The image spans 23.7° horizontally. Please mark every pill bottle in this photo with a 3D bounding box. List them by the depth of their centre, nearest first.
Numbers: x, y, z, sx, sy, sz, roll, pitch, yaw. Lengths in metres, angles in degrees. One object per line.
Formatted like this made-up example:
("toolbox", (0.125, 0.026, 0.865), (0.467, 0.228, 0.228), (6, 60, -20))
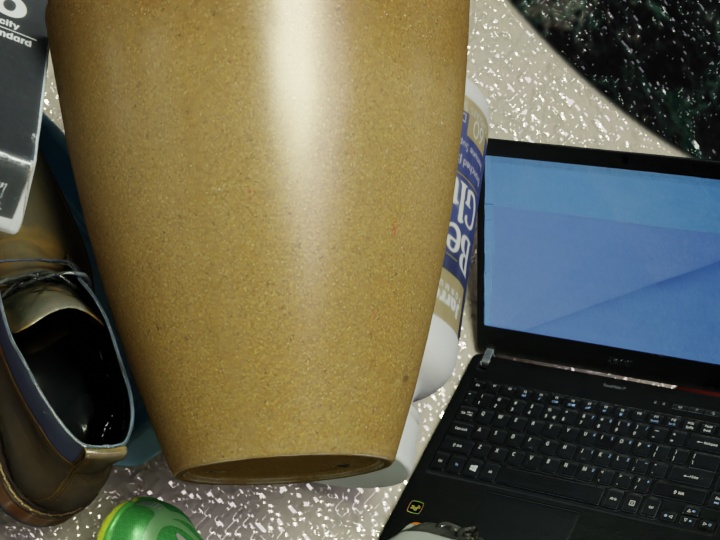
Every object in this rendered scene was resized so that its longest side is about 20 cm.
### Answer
("pill bottle", (0.000, 0.000, 0.858), (0.110, 0.111, 0.202), (19, 66, -23))

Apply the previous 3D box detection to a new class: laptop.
("laptop", (0.109, 0.048, 0.852), (0.201, 0.176, 0.104), (-59, 141, -30))

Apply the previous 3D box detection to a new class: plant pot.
("plant pot", (-0.039, -0.015, 0.725), (0.185, 0.186, 0.202), (5, 74, -28))

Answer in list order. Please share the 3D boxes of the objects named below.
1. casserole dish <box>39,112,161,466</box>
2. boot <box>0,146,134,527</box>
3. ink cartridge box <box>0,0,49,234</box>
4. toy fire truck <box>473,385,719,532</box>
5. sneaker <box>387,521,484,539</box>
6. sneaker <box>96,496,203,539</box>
("casserole dish", (-0.159, 0.008, 0.808), (0.121, 0.039, 0.201), (-41, 96, -32))
("boot", (-0.136, 0.004, 0.742), (0.074, 0.097, 0.202), (-9, 79, -29))
("ink cartridge box", (-0.229, -0.111, 0.731), (0.196, 0.044, 0.201), (17, 29, -18))
("toy fire truck", (0.144, 0.151, 0.875), (0.166, 0.113, 0.201), (-8, 42, -16))
("sneaker", (0.055, 0.150, 0.803), (0.074, 0.198, 0.080), (47, 39, -48))
("sneaker", (-0.052, 0.188, 0.778), (0.074, 0.083, 0.201), (-31, 95, -52))
